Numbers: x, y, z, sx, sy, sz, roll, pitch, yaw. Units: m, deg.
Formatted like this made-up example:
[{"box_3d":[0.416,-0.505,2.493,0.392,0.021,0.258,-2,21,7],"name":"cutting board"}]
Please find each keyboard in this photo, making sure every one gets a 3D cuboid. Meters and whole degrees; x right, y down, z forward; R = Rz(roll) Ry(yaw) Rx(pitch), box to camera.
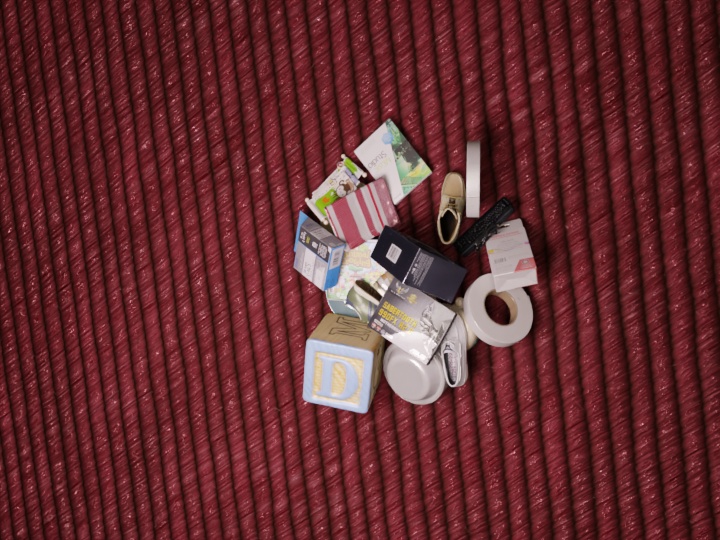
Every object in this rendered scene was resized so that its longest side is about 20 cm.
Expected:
[{"box_3d":[0.343,-0.124,1.676,0.200,0.105,0.039,-45,126,11],"name":"keyboard"}]

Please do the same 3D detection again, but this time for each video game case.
[{"box_3d":[0.000,0.000,1.753,0.195,0.022,0.187,3,94,12],"name":"video game case"}]

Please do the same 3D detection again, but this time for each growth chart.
[{"box_3d":[-0.070,-0.234,1.740,0.201,0.018,0.144,-49,54,-5],"name":"growth chart"}]

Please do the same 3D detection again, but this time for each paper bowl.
[{"box_3d":[0.154,0.284,1.702,0.197,0.104,0.205,13,115,30],"name":"paper bowl"}]

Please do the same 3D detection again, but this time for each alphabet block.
[{"box_3d":[-0.042,0.258,1.710,0.192,0.200,0.200,11,110,10],"name":"alphabet block"}]

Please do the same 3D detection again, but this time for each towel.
[{"box_3d":[0.008,-0.158,1.707,0.197,0.023,0.146,-29,106,-15],"name":"towel"}]

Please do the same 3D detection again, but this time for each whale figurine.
[{"box_3d":[0.258,0.144,1.723,0.199,0.103,0.161,39,110,30],"name":"whale figurine"}]

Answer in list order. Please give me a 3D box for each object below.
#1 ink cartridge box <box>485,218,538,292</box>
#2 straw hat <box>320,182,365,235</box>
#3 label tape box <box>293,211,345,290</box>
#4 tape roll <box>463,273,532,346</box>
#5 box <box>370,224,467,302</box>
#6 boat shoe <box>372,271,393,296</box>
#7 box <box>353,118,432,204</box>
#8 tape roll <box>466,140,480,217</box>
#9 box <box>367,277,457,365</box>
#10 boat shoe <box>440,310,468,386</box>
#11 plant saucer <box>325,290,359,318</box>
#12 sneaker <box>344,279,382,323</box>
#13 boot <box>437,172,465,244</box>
[{"box_3d":[0.410,-0.045,1.651,0.114,0.203,0.068,-12,134,12],"name":"ink cartridge box"},{"box_3d":[-0.042,-0.165,1.758,0.196,0.085,0.207,1,94,12],"name":"straw hat"},{"box_3d":[-0.142,-0.058,1.735,0.199,0.063,0.147,36,129,30],"name":"label tape box"},{"box_3d":[0.380,0.107,1.652,0.198,0.037,0.207,8,64,-15],"name":"tape roll"},{"box_3d":[0.156,-0.020,1.636,0.180,0.200,0.106,22,101,-33],"name":"box"},{"box_3d":[0.127,0.086,1.697,0.200,0.075,0.069,43,97,-5],"name":"boat shoe"},{"box_3d":[0.094,-0.315,1.746,0.144,0.036,0.201,-40,87,11],"name":"box"},{"box_3d":[0.306,-0.246,1.623,0.036,0.203,0.208,1,94,10],"name":"tape roll"},{"box_3d":[0.139,0.134,1.618,0.198,0.048,0.160,32,93,18],"name":"box"},{"box_3d":[0.247,0.214,1.627,0.071,0.068,0.205,0,91,29],"name":"boat shoe"},{"box_3d":[-0.004,0.059,1.789,0.196,0.039,0.206,1,94,12],"name":"plant saucer"},{"box_3d":[0.040,0.122,1.719,0.199,0.067,0.090,40,114,2],"name":"sneaker"},{"box_3d":[0.251,-0.174,1.662,0.070,0.155,0.205,7,95,11],"name":"boot"}]
